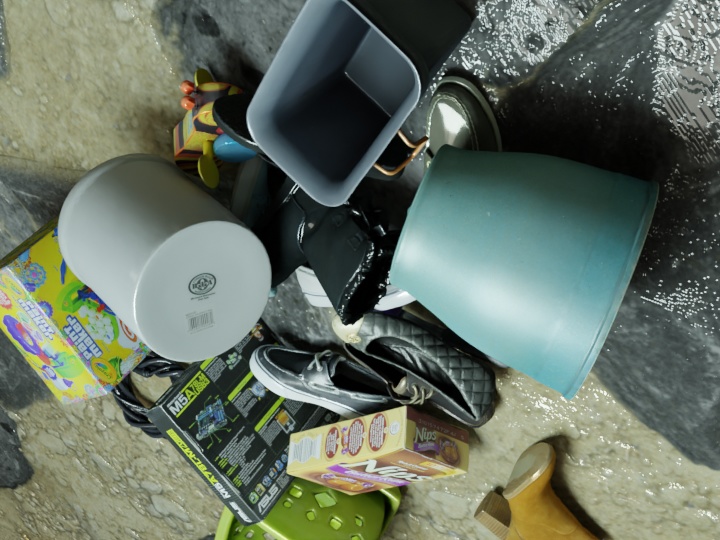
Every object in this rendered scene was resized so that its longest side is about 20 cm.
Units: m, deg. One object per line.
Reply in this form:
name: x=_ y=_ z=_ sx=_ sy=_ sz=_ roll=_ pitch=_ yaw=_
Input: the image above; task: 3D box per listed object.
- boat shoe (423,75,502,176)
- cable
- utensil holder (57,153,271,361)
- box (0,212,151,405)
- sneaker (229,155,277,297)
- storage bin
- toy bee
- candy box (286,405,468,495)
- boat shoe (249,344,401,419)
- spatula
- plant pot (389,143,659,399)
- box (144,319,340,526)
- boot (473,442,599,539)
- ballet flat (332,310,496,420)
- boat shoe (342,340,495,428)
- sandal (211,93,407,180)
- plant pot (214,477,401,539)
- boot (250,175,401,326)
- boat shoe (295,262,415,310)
boat shoe: x=0.095 y=-0.086 z=1.017 sx=0.072 sy=0.060 sz=0.203 roll=13 pitch=132 yaw=30
cable: x=-0.304 y=0.187 z=1.574 sx=0.199 sy=0.051 sz=0.164 roll=23 pitch=136 yaw=22
utensil holder: x=-0.209 y=-0.017 z=1.131 sx=0.200 sy=0.169 sz=0.171 roll=34 pitch=146 yaw=48
box: x=-0.355 y=0.032 z=1.370 sx=0.122 sy=0.193 sz=0.200 roll=-17 pitch=113 yaw=45
sneaker: x=-0.113 y=-0.051 z=1.220 sx=0.081 sy=0.074 sz=0.201 roll=7 pitch=131 yaw=-7
storage bin: x=0.014 y=-0.170 z=0.948 sx=0.146 sy=0.134 sz=0.200 roll=44 pitch=140 yaw=4
toy bee: x=-0.154 y=-0.167 z=1.108 sx=0.200 sy=0.108 sz=0.131 roll=-49 pitch=46 yaw=32
candy box: x=0.019 y=0.222 z=1.281 sx=0.199 sy=0.057 sz=0.116 roll=-22 pitch=143 yaw=40
boat shoe: x=-0.041 y=0.130 z=1.304 sx=0.199 sy=0.072 sz=0.068 roll=24 pitch=131 yaw=11
spatula: x=0.079 y=0.064 z=1.181 sx=0.199 sy=0.057 sz=0.021 roll=22 pitch=170 yaw=11
plant pot: x=0.133 y=-0.015 z=0.921 sx=0.187 sy=0.200 sz=0.201 roll=21 pitch=136 yaw=8
box: x=-0.141 y=0.182 z=1.329 sx=0.193 sy=0.200 sz=0.047 roll=49 pitch=137 yaw=-10
boot: x=0.231 y=0.287 z=1.242 sx=0.144 sy=0.071 sz=0.201 roll=31 pitch=142 yaw=3
ballet flat: x=0.059 y=0.097 z=1.145 sx=0.199 sy=0.057 sz=0.067 roll=26 pitch=148 yaw=-7
boat shoe: x=0.061 y=0.123 z=1.216 sx=0.200 sy=0.073 sz=0.075 roll=35 pitch=140 yaw=8
sandal: x=-0.053 y=-0.120 z=1.042 sx=0.199 sy=0.076 sz=0.048 roll=15 pitch=133 yaw=-11
plant pot: x=-0.066 y=0.347 z=1.428 sx=0.199 sy=0.182 sz=0.199 roll=32 pitch=139 yaw=11
boot: x=-0.041 y=-0.011 z=1.113 sx=0.163 sy=0.073 sz=0.199 roll=55 pitch=127 yaw=31
boat shoe: x=0.000 y=0.000 z=1.157 sx=0.199 sy=0.074 sz=0.066 roll=-8 pitch=124 yaw=40
